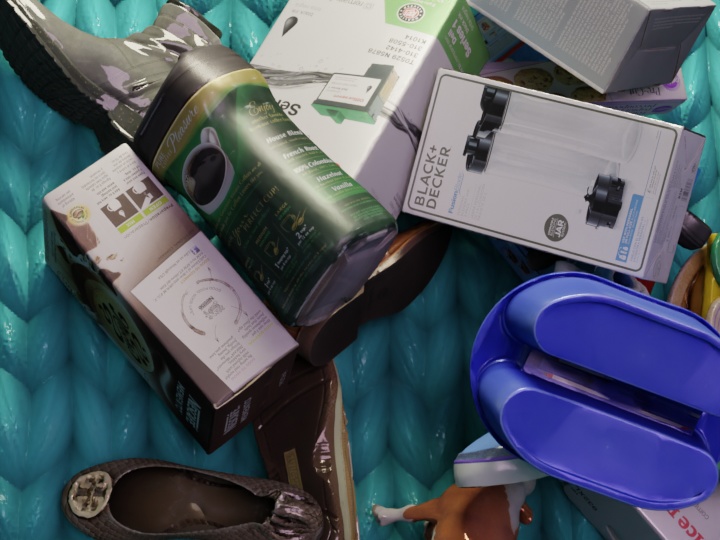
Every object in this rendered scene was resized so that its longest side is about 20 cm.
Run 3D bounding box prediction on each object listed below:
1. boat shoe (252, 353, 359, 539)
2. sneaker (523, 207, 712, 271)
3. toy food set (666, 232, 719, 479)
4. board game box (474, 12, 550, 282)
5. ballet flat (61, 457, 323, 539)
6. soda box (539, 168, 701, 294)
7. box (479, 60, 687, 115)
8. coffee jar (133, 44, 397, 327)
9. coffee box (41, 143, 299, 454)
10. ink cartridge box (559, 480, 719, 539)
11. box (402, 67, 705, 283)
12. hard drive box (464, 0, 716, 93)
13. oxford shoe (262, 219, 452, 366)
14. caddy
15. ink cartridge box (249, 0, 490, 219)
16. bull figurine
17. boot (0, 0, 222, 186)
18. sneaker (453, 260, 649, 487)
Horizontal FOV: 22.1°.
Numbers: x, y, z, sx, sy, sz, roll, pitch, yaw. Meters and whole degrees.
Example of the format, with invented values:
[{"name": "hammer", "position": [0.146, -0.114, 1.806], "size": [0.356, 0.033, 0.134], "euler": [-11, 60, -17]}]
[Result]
[{"name": "boat shoe", "position": [-0.036, 0.142, 1.395], "size": [0.071, 0.076, 0.201], "euler": [-15, 59, 19]}, {"name": "sneaker", "position": [0.166, -0.037, 1.420], "size": [0.200, 0.060, 0.104], "euler": [34, 94, 31]}, {"name": "toy food set", "position": [0.298, 0.071, 1.404], "size": [0.198, 0.049, 0.201], "euler": [22, 67, -35]}, {"name": "board game box", "position": [0.131, -0.113, 1.527], "size": [0.151, 0.037, 0.200], "euler": [-39, 90, -23]}, {"name": "ballet flat", "position": [-0.124, 0.168, 1.325], "size": [0.199, 0.046, 0.068], "euler": [6, 69, 15]}, {"name": "soda box", "position": [0.195, -0.006, 1.476], "size": [0.064, 0.068, 0.201], "euler": [28, 80, -30]}, {"name": "box", "position": [0.169, -0.148, 1.508], "size": [0.199, 0.039, 0.042], "euler": [-3, 76, -19]}, {"name": "coffee jar", "position": [-0.072, -0.063, 1.310], "size": [0.200, 0.104, 0.085], "euler": [48, 38, 16]}, {"name": "coffee box", "position": [-0.141, 0.022, 1.342], "size": [0.080, 0.113, 0.200], "euler": [-37, 76, -21]}, {"name": "ink cartridge box", "position": [0.284, 0.152, 1.482], "size": [0.200, 0.084, 0.145], "euler": [-43, 92, -22]}, {"name": "box", "position": [0.141, -0.070, 1.365], "size": [0.199, 0.060, 0.117], "euler": [18, 95, 26]}, {"name": "hard drive box", "position": [0.158, -0.227, 1.453], "size": [0.200, 0.077, 0.156], "euler": [37, 24, 20]}, {"name": "oxford shoe", "position": [0.000, 0.000, 1.427], "size": [0.071, 0.072, 0.200], "euler": [31, 39, 26]}, {"name": "caddy", "position": [0.175, 0.084, 1.285], "size": [0.199, 0.105, 0.142], "euler": [21, 95, -5]}, {"name": "ink cartridge box", "position": [-0.013, -0.128, 1.424], "size": [0.146, 0.084, 0.200], "euler": [16, 65, 29]}, {"name": "bull figurine", "position": [0.073, 0.208, 1.378], "size": [0.121, 0.200, 0.065], "euler": [-18, 117, 14]}, {"name": "boot", "position": [-0.183, -0.169, 1.435], "size": [0.200, 0.068, 0.131], "euler": [44, 61, -9]}, {"name": "sneaker", "position": [0.141, 0.071, 1.373], "size": [0.199, 0.081, 0.147], "euler": [-15, 89, -24]}]
